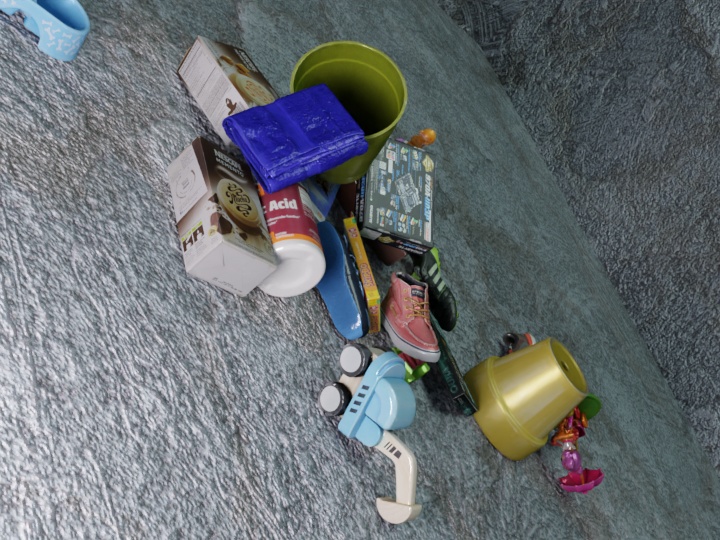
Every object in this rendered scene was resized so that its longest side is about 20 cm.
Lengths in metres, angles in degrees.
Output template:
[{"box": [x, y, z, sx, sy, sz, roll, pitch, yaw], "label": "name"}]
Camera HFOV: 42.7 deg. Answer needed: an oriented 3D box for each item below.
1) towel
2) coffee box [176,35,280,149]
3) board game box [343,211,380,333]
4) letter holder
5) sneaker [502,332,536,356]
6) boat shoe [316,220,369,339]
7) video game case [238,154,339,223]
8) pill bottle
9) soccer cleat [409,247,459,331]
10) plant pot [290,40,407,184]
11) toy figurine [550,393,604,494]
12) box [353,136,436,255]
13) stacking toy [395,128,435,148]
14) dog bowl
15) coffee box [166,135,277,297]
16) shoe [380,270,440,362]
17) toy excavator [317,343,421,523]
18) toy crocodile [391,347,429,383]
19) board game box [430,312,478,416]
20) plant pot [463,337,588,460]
[{"box": [-0.097, -0.213, 1.422, 0.198, 0.050, 0.149, -26, 70, -30], "label": "towel"}, {"box": [-0.209, -0.293, 1.547, 0.113, 0.080, 0.201, 7, 40, -50], "label": "coffee box"}, {"box": [0.000, 0.000, 1.610, 0.097, 0.029, 0.203, 88, -10, -51], "label": "board game box"}, {"box": [0.027, -0.114, 1.818, 0.100, 0.142, 0.202, -38, 95, -35], "label": "letter holder"}, {"box": [0.351, 0.216, 2.032, 0.080, 0.078, 0.202, 15, 35, -15], "label": "sneaker"}, {"box": [-0.039, 0.020, 1.531, 0.068, 0.083, 0.204, 14, 60, -66], "label": "boat shoe"}, {"box": [-0.122, -0.175, 1.659, 0.182, 0.045, 0.201, 49, 23, -15], "label": "video game case"}, {"box": [-0.124, -0.071, 1.419, 0.113, 0.114, 0.203, 31, 31, -41], "label": "pill bottle"}, {"box": [0.140, 0.033, 1.863, 0.080, 0.068, 0.203, 5, 55, -35], "label": "soccer cleat"}, {"box": [-0.029, -0.256, 1.609, 0.203, 0.197, 0.194, 63, -18, 22], "label": "plant pot"}, {"box": [0.435, 0.358, 1.885, 0.200, 0.148, 0.187, 46, 30, -48], "label": "toy figurine"}, {"box": [0.067, -0.147, 1.739, 0.156, 0.046, 0.204, 15, 65, -27], "label": "box"}, {"box": [0.078, -0.232, 1.928, 0.115, 0.199, 0.111, 34, 29, -35], "label": "stacking toy"}, {"box": [-0.461, -0.377, 1.274, 0.199, 0.049, 0.113, 36, 29, -38], "label": "dog bowl"}, {"box": [-0.201, -0.078, 1.322, 0.112, 0.079, 0.203, 27, 34, -46], "label": "coffee box"}, {"box": [0.089, 0.075, 1.574, 0.070, 0.093, 0.200, 9, 18, -24], "label": "shoe"}, {"box": [0.034, 0.227, 1.309, 0.199, 0.197, 0.099, 33, 11, 32], "label": "toy excavator"}, {"box": [0.083, 0.155, 1.575, 0.068, 0.061, 0.199, 56, 22, 6], "label": "toy crocodile"}, {"box": [0.154, 0.161, 1.699, 0.203, 0.028, 0.135, 67, 7, 28], "label": "board game box"}, {"box": [0.329, 0.233, 1.784, 0.200, 0.188, 0.202, 42, 25, -24], "label": "plant pot"}]
